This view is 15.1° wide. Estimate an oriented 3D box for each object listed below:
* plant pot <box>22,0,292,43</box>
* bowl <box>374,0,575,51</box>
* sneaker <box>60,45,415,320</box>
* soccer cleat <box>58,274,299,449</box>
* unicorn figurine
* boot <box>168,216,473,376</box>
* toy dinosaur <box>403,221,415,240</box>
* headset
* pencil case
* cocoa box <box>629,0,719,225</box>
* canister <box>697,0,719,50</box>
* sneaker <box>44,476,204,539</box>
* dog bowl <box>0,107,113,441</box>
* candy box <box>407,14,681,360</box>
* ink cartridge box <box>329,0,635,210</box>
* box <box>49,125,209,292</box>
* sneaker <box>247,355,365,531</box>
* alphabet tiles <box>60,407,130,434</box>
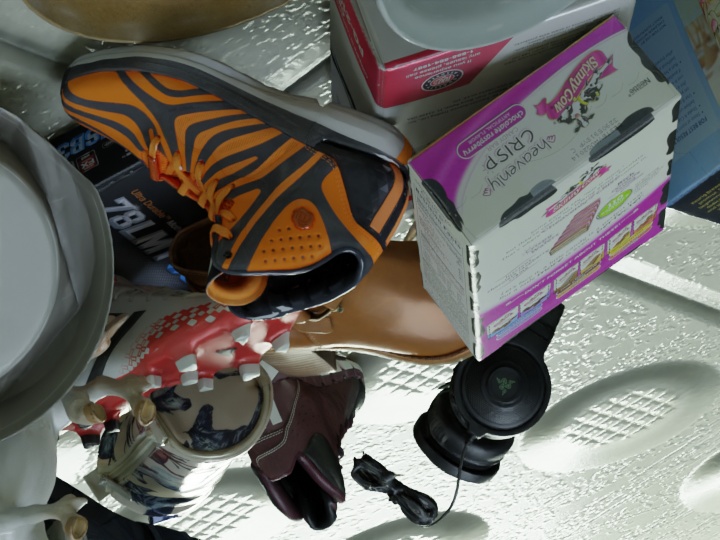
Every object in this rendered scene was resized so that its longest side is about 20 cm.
[{"bbox_3d":[-0.081,-0.183,1.351,0.199,0.028,0.200,-16,152,-9],"label":"plant pot"},{"bbox_3d":[0.064,-0.211,1.301,0.201,0.090,0.201,-28,147,-20],"label":"bowl"},{"bbox_3d":[-0.078,-0.044,1.417,0.199,0.112,0.078,16,157,15],"label":"sneaker"},{"bbox_3d":[-0.118,0.034,1.538,0.200,0.086,0.068,-27,156,34],"label":"soccer cleat"},{"bbox_3d":[-0.192,0.118,1.496,0.137,0.201,0.074,5,147,37],"label":"unicorn figurine"},{"bbox_3d":[0.000,0.000,1.571,0.199,0.074,0.155,-19,149,15],"label":"boot"},{"bbox_3d":[0.070,-0.060,1.647,0.106,0.061,0.200,-19,176,-4],"label":"toy dinosaur"},{"bbox_3d":[0.069,0.089,1.821,0.094,0.200,0.124,31,141,-1],"label":"headset"},{"bbox_3d":[-0.111,0.100,1.667,0.089,0.078,0.200,-38,176,-21],"label":"pencil case"},{"bbox_3d":[0.258,-0.128,1.557,0.200,0.134,0.131,-38,148,31],"label":"cocoa box"},{"bbox_3d":[0.238,-0.162,1.409,0.086,0.201,0.149,5,143,-39],"label":"canister"},{"bbox_3d":[-0.166,0.172,1.684,0.146,0.202,0.077,19,98,-31],"label":"sneaker"},{"bbox_3d":[-0.232,-0.003,1.436,0.199,0.059,0.201,-5,109,-16],"label":"dog bowl"},{"bbox_3d":[0.098,-0.040,1.459,0.136,0.061,0.200,-35,163,-9],"label":"candy box"},{"bbox_3d":[0.062,-0.120,1.468,0.144,0.085,0.200,-19,160,-8],"label":"ink cartridge box"},{"bbox_3d":[-0.131,-0.023,1.589,0.198,0.050,0.200,-25,153,12],"label":"box"},{"bbox_3d":[-0.036,0.119,1.804,0.075,0.116,0.200,-26,166,17],"label":"sneaker"},{"bbox_3d":[-0.131,0.066,1.720,0.199,0.015,0.196,-22,168,-8],"label":"alphabet tiles"}]
